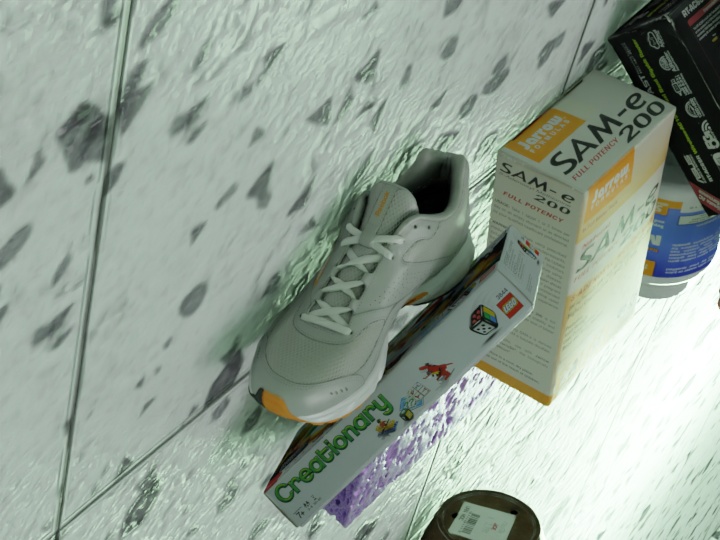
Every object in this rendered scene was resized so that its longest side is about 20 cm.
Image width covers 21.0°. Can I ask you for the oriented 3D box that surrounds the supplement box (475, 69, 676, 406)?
[{"bbox_3d":[0.149,-0.022,1.371,0.126,0.073,0.201,-41,148,-38],"label":"supplement box"}]

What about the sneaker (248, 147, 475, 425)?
[{"bbox_3d":[0.000,0.000,1.107,0.200,0.075,0.093,-50,155,-39],"label":"sneaker"}]

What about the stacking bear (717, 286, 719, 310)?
[{"bbox_3d":[0.341,-0.050,1.485,0.201,0.112,0.122,-68,169,-58],"label":"stacking bear"}]

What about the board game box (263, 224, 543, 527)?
[{"bbox_3d":[0.029,0.063,1.191,0.200,0.035,0.126,-44,-177,14],"label":"board game box"}]

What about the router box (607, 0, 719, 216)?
[{"bbox_3d":[0.282,-0.154,1.396,0.062,0.151,0.200,-17,-162,50],"label":"router box"}]

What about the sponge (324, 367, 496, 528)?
[{"bbox_3d":[0.048,0.096,1.434,0.200,0.030,0.112,-38,155,-42],"label":"sponge"}]

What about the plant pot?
[{"bbox_3d":[0.103,0.304,1.735,0.187,0.186,0.202,-35,138,-46],"label":"plant pot"}]

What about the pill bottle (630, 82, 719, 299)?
[{"bbox_3d":[0.239,-0.058,1.517,0.112,0.112,0.201,-48,160,-21],"label":"pill bottle"}]
